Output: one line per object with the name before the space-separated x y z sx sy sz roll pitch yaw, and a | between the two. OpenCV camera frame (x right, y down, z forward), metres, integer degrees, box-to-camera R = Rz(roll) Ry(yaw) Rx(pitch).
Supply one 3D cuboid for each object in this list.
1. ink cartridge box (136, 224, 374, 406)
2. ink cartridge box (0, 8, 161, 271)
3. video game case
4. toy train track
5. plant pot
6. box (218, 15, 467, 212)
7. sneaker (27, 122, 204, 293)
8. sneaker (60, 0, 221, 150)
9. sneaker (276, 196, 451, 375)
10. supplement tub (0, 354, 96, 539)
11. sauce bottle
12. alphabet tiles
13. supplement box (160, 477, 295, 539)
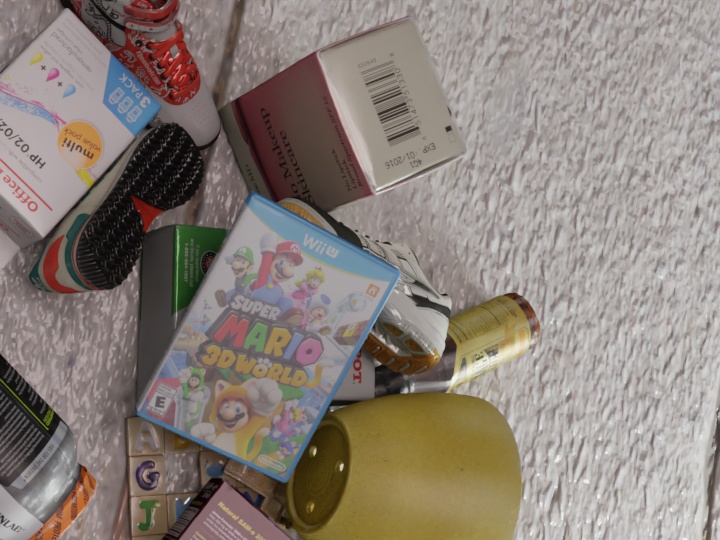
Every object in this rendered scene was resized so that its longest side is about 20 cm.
ink cartridge box | -0.088 0.043 1.200 0.198 0.083 0.148 4 81 -31
ink cartridge box | -0.272 -0.101 1.120 0.115 0.068 0.200 45 64 -17
video game case | -0.074 0.056 1.108 0.142 0.018 0.201 27 95 -18
toy train track | -0.084 0.232 1.196 0.114 0.032 0.201 35 68 -22
plant pot | 0.021 0.188 1.169 0.141 0.199 0.202 20 73 -31
box | -0.020 -0.123 1.195 0.108 0.200 0.129 -25 95 -30
sneaker | -0.209 -0.052 1.145 0.071 0.093 0.200 57 39 -27
sneaker | -0.175 -0.193 1.168 0.067 0.108 0.202 -43 105 -28
sneaker | 0.000 0.000 1.180 0.200 0.075 0.088 46 46 -21
supplement tub | -0.302 0.124 1.039 0.200 0.122 0.123 50 62 -14
sauce bottle | 0.082 0.082 1.308 0.199 0.066 0.067 -24 95 -29
alphabet tiles | -0.110 0.209 1.207 0.198 0.008 0.169 0 83 -30
supplement box | -0.141 0.282 1.125 0.109 0.061 0.200 43 73 -10
